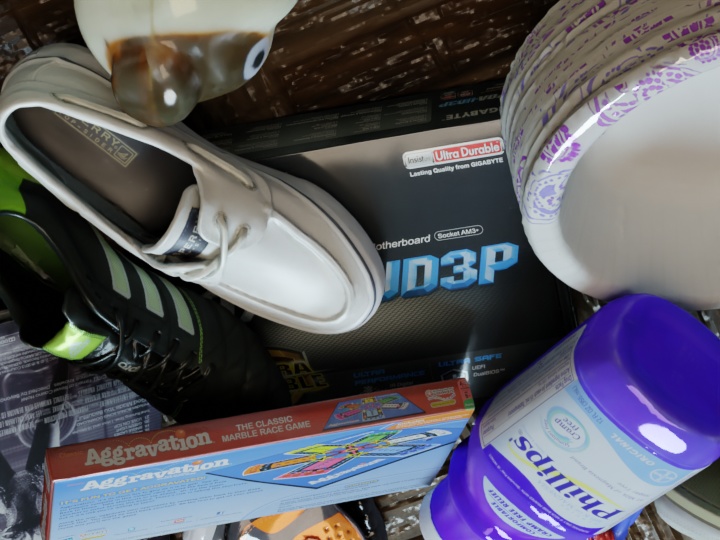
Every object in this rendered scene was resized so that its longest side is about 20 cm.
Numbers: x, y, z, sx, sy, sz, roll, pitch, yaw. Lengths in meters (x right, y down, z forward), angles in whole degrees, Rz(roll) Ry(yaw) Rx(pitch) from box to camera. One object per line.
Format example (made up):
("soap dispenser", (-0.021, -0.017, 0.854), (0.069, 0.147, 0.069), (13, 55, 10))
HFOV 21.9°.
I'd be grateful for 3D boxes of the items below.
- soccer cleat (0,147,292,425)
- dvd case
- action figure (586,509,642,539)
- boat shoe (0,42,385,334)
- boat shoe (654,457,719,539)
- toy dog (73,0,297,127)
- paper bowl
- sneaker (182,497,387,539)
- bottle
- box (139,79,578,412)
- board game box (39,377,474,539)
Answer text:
("soccer cleat", (-0.114, 0.026, 0.858), (0.200, 0.081, 0.068), (42, 116, -19))
("dvd case", (-0.171, 0.104, 0.948), (0.149, 0.016, 0.200), (-16, 126, -22))
("action figure", (0.124, 0.122, 0.957), (0.052, 0.065, 0.200), (-2, 127, -24))
("boat shoe", (-0.078, -0.023, 0.837), (0.200, 0.065, 0.074), (30, 116, -11))
("boat shoe", (0.244, 0.145, 0.959), (0.200, 0.075, 0.068), (16, 131, 6))
("toy dog", (-0.108, -0.156, 0.777), (0.194, 0.140, 0.200), (-31, 115, 19))
("paper bowl", (0.159, -0.077, 0.798), (0.201, 0.104, 0.201), (-8, 148, -5))
("sneaker", (-0.046, 0.182, 0.996), (0.112, 0.078, 0.200), (12, 119, -3))
("bottle", (0.095, 0.086, 0.878), (0.084, 0.065, 0.200), (39, 140, -6))
("box", (0.000, 0.000, 0.909), (0.200, 0.046, 0.159), (-8, 118, 8))
("board game box", (-0.052, 0.095, 0.892), (0.200, 0.019, 0.103), (-8, 155, -16))
